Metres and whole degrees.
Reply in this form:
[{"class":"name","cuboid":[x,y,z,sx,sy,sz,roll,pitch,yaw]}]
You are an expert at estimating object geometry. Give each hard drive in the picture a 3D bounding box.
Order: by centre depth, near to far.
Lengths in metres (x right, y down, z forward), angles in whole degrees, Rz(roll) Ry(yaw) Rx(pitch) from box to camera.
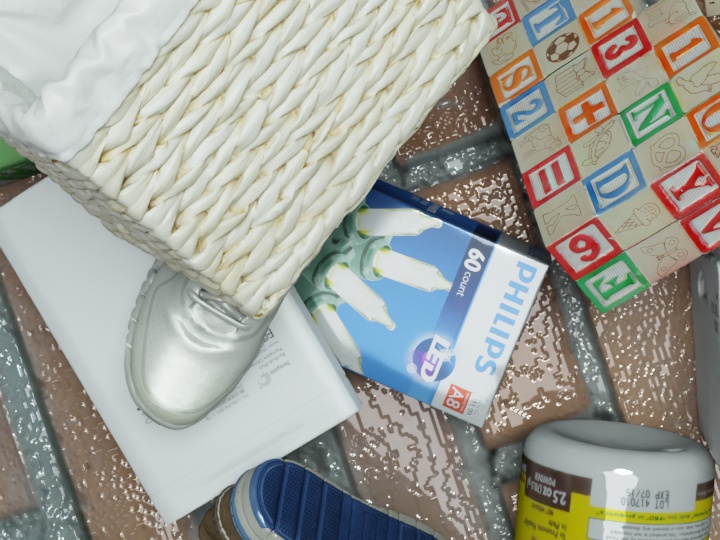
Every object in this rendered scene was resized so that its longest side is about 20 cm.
[{"class":"hard drive","cuboid":[-0.105,0.023,0.847,0.131,0.027,0.201,-31,92,10]}]

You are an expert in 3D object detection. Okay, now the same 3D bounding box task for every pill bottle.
[{"class":"pill bottle","cuboid":[0.136,0.192,0.848,0.108,0.109,0.203,5,95,6]}]

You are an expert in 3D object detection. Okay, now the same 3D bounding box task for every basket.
[{"class":"basket","cuboid":[-0.079,-0.111,0.708,0.201,0.198,0.161,-51,127,-10]}]

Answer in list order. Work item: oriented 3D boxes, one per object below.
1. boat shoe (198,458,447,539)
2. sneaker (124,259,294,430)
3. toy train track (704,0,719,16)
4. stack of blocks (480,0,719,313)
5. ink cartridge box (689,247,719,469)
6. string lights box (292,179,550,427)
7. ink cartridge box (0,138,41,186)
[{"class":"boat shoe","cuboid":[-0.006,0.175,0.870,0.199,0.073,0.072,39,132,-24]},{"class":"sneaker","cuboid":[-0.058,-0.011,0.785,0.075,0.081,0.201,31,80,-10]},{"class":"toy train track","cuboid":[0.248,-0.155,0.784,0.114,0.198,0.033,0,100,51]},{"class":"stack of blocks","cuboid":[0.135,-0.089,0.778,0.115,0.201,0.059,-33,129,17]},{"class":"ink cartridge box","cuboid":[0.281,0.027,0.800,0.197,0.147,0.147,-2,94,7]},{"class":"string lights box","cuboid":[0.000,0.000,0.873,0.198,0.059,0.104,23,100,5]},{"class":"ink cartridge box","cuboid":[-0.281,-0.106,0.885,0.198,0.084,0.148,-18,92,7]}]
